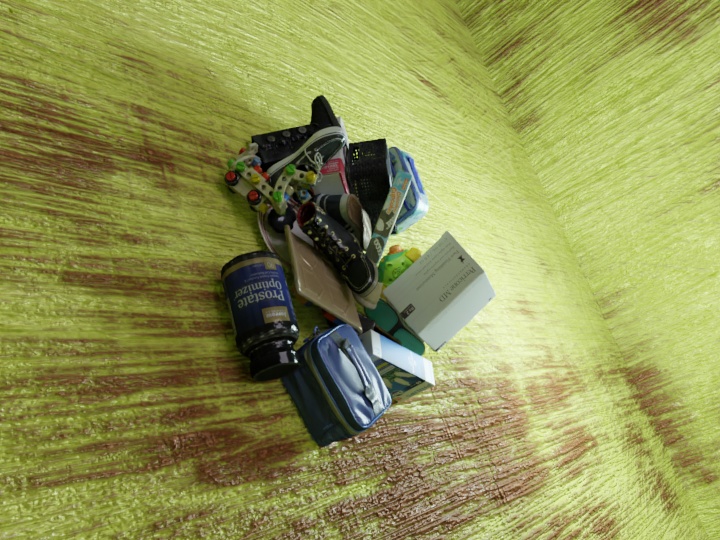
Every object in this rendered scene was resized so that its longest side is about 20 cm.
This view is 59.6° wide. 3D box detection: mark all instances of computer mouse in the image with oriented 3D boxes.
[{"bbox_3d":[-0.139,-0.135,1.335,0.059,0.034,0.201,51,31,-11],"label":"computer mouse"}]

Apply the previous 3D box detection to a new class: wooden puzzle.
[{"bbox_3d":[-0.082,0.025,1.244,0.199,0.046,0.187,40,22,-37],"label":"wooden puzzle"}]

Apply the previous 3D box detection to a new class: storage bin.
[{"bbox_3d":[0.031,-0.193,1.484,0.137,0.091,0.203,-88,170,-50],"label":"storage bin"}]

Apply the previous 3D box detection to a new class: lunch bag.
[{"bbox_3d":[0.086,-0.209,1.642,0.082,0.159,0.204,10,56,-51],"label":"lunch bag"},{"bbox_3d":[-0.042,0.196,1.138,0.203,0.131,0.135,60,31,2],"label":"lunch bag"}]

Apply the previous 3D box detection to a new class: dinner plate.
[{"bbox_3d":[-0.147,-0.072,1.323,0.199,0.024,0.203,35,39,-34],"label":"dinner plate"}]

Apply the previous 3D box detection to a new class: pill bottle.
[{"bbox_3d":[-0.167,0.079,1.078,0.111,0.111,0.204,10,55,-51],"label":"pill bottle"}]

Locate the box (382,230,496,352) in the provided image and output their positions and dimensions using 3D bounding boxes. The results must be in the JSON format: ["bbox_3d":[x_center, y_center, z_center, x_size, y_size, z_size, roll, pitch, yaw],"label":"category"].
[{"bbox_3d":[0.181,0.053,1.399,0.131,0.199,0.200,48,2,26],"label":"box"}]

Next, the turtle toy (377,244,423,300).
[{"bbox_3d":[0.096,0.013,1.507,0.101,0.147,0.200,39,1,31],"label":"turtle toy"}]

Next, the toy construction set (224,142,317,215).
[{"bbox_3d":[-0.191,-0.186,1.247,0.199,0.131,0.093,35,-16,26],"label":"toy construction set"}]

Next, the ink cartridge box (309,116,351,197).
[{"bbox_3d":[-0.066,-0.238,1.471,0.146,0.082,0.203,71,13,-49],"label":"ink cartridge box"}]

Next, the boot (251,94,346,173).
[{"bbox_3d":[-0.149,-0.307,1.398,0.066,0.196,0.166,80,-15,-50],"label":"boot"}]

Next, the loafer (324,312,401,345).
[{"bbox_3d":[0.005,0.121,1.326,0.199,0.072,0.074,37,38,-30],"label":"loafer"}]

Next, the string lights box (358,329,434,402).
[{"bbox_3d":[0.053,0.201,1.297,0.198,0.102,0.060,31,39,-37],"label":"string lights box"}]

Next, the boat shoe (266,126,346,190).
[{"bbox_3d":[-0.107,-0.226,1.323,0.068,0.197,0.074,54,-8,40],"label":"boat shoe"}]

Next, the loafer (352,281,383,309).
[{"bbox_3d":[0.000,0.000,1.389,0.075,0.069,0.201,23,26,-43],"label":"loafer"}]

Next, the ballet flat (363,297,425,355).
[{"bbox_3d":[0.073,0.125,1.442,0.201,0.069,0.070,49,32,-19],"label":"ballet flat"}]

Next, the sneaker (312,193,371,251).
[{"bbox_3d":[-0.045,-0.110,1.412,0.201,0.106,0.071,60,39,-59],"label":"sneaker"}]

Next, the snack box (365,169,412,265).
[{"bbox_3d":[0.060,-0.116,1.359,0.036,0.204,0.116,22,8,1],"label":"snack box"}]

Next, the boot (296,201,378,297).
[{"bbox_3d":[-0.051,-0.044,1.261,0.153,0.073,0.205,39,15,-37],"label":"boot"}]
